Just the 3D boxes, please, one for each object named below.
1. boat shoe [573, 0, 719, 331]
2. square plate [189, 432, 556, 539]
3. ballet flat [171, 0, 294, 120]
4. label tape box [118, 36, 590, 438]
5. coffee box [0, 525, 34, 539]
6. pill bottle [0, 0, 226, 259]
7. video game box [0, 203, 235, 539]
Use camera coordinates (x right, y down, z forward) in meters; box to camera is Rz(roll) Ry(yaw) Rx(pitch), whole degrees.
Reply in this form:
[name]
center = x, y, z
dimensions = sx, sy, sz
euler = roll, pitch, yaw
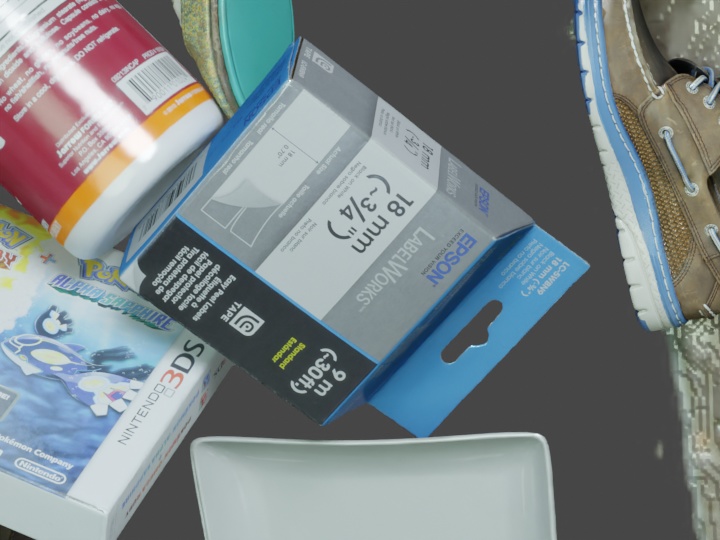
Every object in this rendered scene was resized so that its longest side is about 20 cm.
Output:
[boat shoe]
center = 0.155, -0.071, 1.117
dimensions = 0.072, 0.072, 0.200
euler = -11, 110, 13
[square plate]
center = 0.016, 0.176, 1.223
dimensions = 0.200, 0.028, 0.198
euler = -2, 110, 16
[ballet flat]
center = -0.076, -0.174, 1.158
dimensions = 0.071, 0.071, 0.200
euler = 0, 104, 16
[label tape box]
center = 0.000, 0.000, 1.145
dimensions = 0.200, 0.063, 0.144
euler = 37, 112, -14
[coffee box]
center = -0.260, 0.074, 1.257
dimensions = 0.200, 0.080, 0.113
euler = 22, 108, 10
[pill bottle]
center = -0.176, -0.111, 1.171
dimensions = 0.200, 0.113, 0.113
euler = 45, 110, 2
[video game box]
center = -0.183, 0.047, 1.175
dimensions = 0.200, 0.182, 0.047
euler = 21, 129, 9
